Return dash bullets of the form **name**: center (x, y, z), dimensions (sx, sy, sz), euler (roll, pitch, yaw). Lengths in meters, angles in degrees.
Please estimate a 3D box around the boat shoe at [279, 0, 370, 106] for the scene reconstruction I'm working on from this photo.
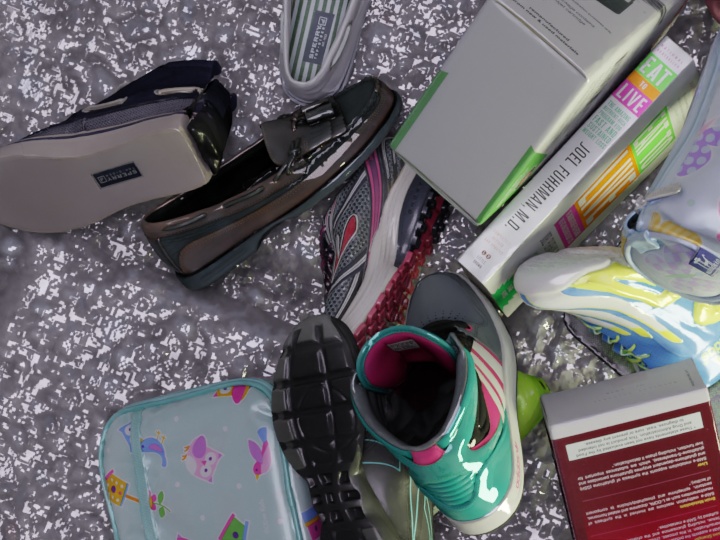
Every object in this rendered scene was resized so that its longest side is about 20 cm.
- **boat shoe**: center (-0.017, -0.214, 1.714), dimensions (0.073, 0.067, 0.200), euler (4, 85, 4)

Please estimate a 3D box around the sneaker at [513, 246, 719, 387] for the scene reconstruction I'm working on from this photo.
- **sneaker**: center (0.191, 0.037, 1.637), dimensions (0.200, 0.076, 0.105), euler (-3, 98, -27)

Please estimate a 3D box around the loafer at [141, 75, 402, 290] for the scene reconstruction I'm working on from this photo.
- **loafer**: center (-0.062, -0.068, 1.687), dimensions (0.200, 0.072, 0.063), euler (-41, 116, 8)

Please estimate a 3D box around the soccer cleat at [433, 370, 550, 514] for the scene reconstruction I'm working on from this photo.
- **soccer cleat**: center (0.048, 0.135, 1.681), dimensions (0.200, 0.081, 0.068), euler (-36, 73, 21)

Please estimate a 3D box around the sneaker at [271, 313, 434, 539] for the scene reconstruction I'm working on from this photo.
- **sneaker**: center (-0.001, 0.124, 1.610), dimensions (0.075, 0.079, 0.200), euler (-10, 95, 37)

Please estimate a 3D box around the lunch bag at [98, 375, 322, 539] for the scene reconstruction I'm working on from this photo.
- **lunch bag**: center (-0.094, 0.178, 1.664), dimensions (0.160, 0.077, 0.200), euler (-13, 82, 24)

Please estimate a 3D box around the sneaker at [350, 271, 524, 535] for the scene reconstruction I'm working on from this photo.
- **sneaker**: center (0.042, 0.059, 1.571), dimensions (0.084, 0.121, 0.200), euler (-24, 47, 16)

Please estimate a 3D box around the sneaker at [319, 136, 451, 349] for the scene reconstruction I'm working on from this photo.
- **sneaker**: center (0.000, 0.000, 1.684), dimensions (0.075, 0.081, 0.200), euler (16, 64, 16)

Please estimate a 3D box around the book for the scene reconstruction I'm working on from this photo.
- **book**: center (0.147, -0.062, 1.654), dimensions (0.048, 0.134, 0.200), euler (43, 90, 13)

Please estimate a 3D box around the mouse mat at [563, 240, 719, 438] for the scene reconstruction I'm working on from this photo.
- **mouse mat**: center (0.259, 0.010, 1.705), dimensions (0.161, 0.008, 0.200), euler (40, 88, 6)

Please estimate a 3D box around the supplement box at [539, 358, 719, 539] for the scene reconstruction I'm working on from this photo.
- **supplement box**: center (0.193, 0.170, 1.632), dimensions (0.109, 0.061, 0.200), euler (-13, 107, 2)

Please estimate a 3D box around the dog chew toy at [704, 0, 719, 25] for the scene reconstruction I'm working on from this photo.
- **dog chew toy**: center (0.319, -0.240, 1.670), dimensions (0.124, 0.125, 0.200), euler (37, 80, 6)

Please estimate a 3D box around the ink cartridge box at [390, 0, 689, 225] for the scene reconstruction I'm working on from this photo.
- **ink cartridge box**: center (0.126, -0.139, 1.612), dimensions (0.084, 0.200, 0.146), euler (41, 129, 7)

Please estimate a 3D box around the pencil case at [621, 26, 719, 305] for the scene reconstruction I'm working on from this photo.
- **pencil case**: center (0.238, -0.077, 1.580), dimensions (0.091, 0.083, 0.200), euler (30, 68, -6)

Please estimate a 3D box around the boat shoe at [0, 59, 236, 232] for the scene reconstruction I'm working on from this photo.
- **boat shoe**: center (-0.175, -0.089, 1.721), dimensions (0.200, 0.093, 0.075), euler (-9, 126, 24)
